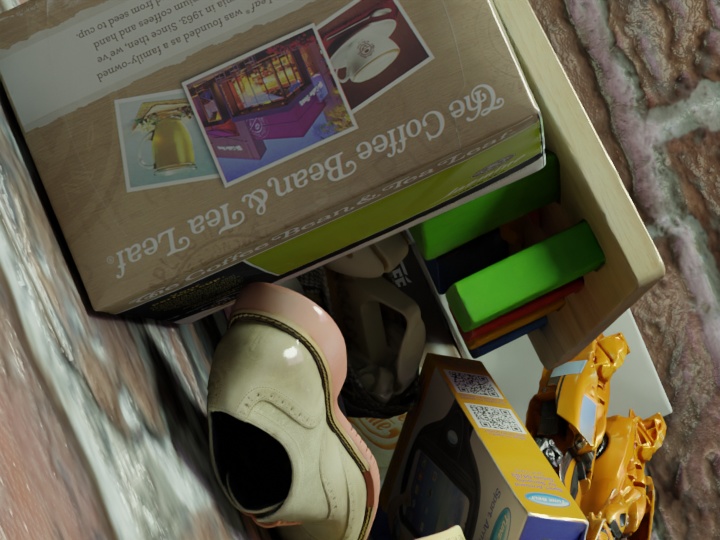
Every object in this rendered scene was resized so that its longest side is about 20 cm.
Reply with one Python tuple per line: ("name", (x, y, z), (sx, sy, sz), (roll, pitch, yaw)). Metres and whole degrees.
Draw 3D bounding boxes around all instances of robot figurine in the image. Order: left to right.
("robot figurine", (0.132, 0.135, 1.120), (0.145, 0.058, 0.201), (59, 30, -33))

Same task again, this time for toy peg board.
("toy peg board", (0.052, -0.043, 1.039), (0.201, 0.097, 0.199), (64, -14, 10))

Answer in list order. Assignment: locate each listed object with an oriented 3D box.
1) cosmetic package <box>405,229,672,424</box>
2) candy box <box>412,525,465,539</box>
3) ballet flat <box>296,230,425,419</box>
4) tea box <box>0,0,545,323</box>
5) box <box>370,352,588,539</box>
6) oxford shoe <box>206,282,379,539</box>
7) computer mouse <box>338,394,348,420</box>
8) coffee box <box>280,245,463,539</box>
("cosmetic package", (0.110, 0.021, 1.226), (0.081, 0.112, 0.201), (-107, 173, -59))
("candy box", (0.042, 0.228, 0.903), (0.115, 0.055, 0.201), (-3, 67, -62))
("ballet flat", (0.000, 0.000, 1.040), (0.072, 0.072, 0.201), (-108, -176, -55))
("tea box", (-0.032, -0.075, 0.859), (0.197, 0.199, 0.134), (29, 37, -84))
("box", (0.061, 0.142, 1.027), (0.200, 0.041, 0.120), (-119, -137, -63))
("oxford shoe", (-0.040, 0.092, 0.904), (0.074, 0.070, 0.201), (-61, 153, -32))
("computer mouse", (-0.017, 0.128, 1.026), (0.141, 0.046, 0.201), (-119, -167, -51))
("coffee box", (0.011, 0.068, 1.237), (0.080, 0.114, 0.201), (60, 8, -58))
